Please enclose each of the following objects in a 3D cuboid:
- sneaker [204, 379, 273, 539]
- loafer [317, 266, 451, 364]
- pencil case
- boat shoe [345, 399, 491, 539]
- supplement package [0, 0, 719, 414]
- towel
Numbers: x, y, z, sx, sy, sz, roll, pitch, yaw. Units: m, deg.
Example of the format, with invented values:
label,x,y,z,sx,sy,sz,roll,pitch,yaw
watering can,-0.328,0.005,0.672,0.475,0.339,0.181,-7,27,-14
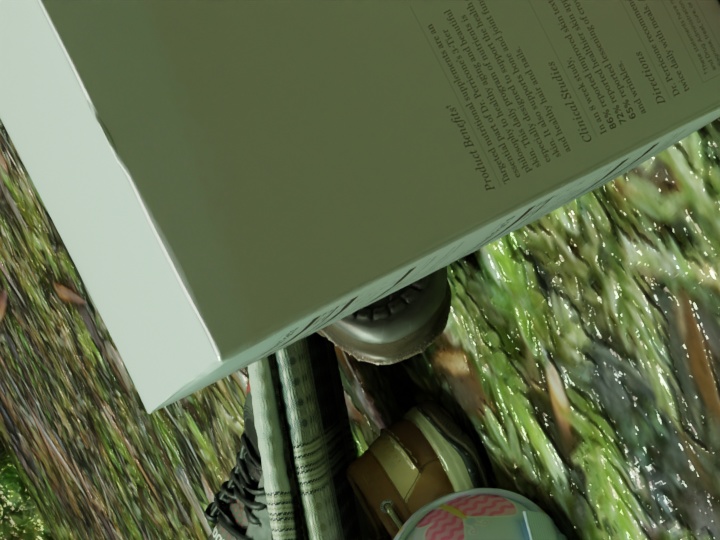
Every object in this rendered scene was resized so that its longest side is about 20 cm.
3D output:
label,x,y,z,sx,sy,sz,roll,pitch,yaw
sneaker,-0.053,0.141,1.405,0.071,0.098,0.201,50,158,43
loafer,0.000,0.000,1.090,0.071,0.073,0.200,66,174,-26
pencil case,0.070,0.204,1.137,0.083,0.090,0.201,-78,-20,-48
boat shoe,0.037,0.162,1.201,0.076,0.074,0.201,39,151,55
supplement package,-0.007,-0.069,0.752,0.152,0.199,0.151,63,164,3
towel,-0.027,0.109,1.199,0.193,0.034,0.201,-3,-99,-85
